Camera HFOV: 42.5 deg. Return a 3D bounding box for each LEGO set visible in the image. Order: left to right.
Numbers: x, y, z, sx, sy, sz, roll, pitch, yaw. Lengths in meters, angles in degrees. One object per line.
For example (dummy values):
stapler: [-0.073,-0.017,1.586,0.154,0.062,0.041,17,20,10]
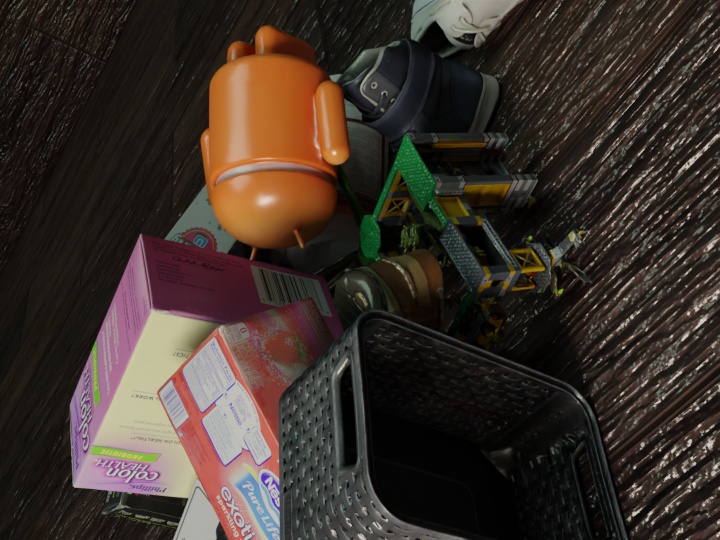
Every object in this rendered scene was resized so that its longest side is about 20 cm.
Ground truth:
LEGO set: [0.093,-0.016,0.732,0.201,0.114,0.156,57,141,43]

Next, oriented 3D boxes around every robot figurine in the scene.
robot figurine: [-0.077,-0.107,0.816,0.117,0.141,0.204,78,-171,-75]

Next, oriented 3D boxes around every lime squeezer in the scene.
lime squeezer: [0.000,0.000,0.841,0.038,0.069,0.204,143,128,-64]

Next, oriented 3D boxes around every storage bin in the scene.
storage bin: [0.056,0.127,0.569,0.094,0.198,0.137,-45,35,37]

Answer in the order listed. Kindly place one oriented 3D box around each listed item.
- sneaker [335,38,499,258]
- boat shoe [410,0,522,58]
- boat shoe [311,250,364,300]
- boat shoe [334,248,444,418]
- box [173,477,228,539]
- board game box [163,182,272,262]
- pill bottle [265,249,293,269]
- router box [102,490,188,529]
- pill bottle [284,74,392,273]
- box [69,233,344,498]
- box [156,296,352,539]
sneaker: [0.031,-0.107,0.840,0.077,0.144,0.206,14,85,61]
boat shoe: [0.102,-0.246,0.885,0.199,0.071,0.067,-4,72,61]
boat shoe: [-0.072,0.035,0.904,0.199,0.076,0.075,-23,23,8]
boat shoe: [0.030,0.059,0.664,0.076,0.073,0.201,50,158,26]
box: [-0.074,0.270,0.752,0.200,0.060,0.118,44,123,32]
board game box: [-0.150,-0.006,0.923,0.202,0.064,0.148,-58,-8,-20]
pill bottle: [-0.118,0.046,1.043,0.110,0.109,0.203,-34,43,48]
router box: [-0.191,0.186,1.038,0.062,0.148,0.203,-32,45,50]
pill bottle: [-0.020,-0.097,0.961,0.109,0.108,0.203,-38,41,45]
box: [-0.134,0.092,0.794,0.202,0.173,0.097,-60,33,28]
box: [-0.042,0.135,0.641,0.103,0.094,0.202,-42,72,41]
